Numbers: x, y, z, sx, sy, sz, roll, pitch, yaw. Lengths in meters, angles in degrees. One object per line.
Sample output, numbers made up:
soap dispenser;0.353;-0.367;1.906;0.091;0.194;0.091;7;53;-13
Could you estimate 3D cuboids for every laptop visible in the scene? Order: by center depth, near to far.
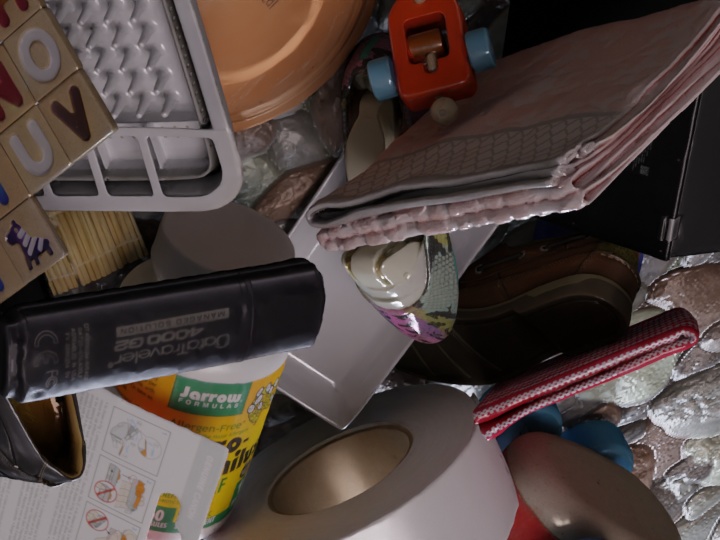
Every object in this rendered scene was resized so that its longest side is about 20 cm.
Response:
laptop;0.196;-0.116;0.990;0.116;0.198;0.189;-32;135;-53

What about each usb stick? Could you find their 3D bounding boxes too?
usb stick;-0.104;0.031;0.885;0.198;0.033;0.056;-10;115;-36

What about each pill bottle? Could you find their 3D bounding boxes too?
pill bottle;-0.106;0.061;1.011;0.112;0.113;0.201;5;124;-25

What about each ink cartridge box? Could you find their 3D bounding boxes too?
ink cartridge box;-0.181;0.115;0.997;0.198;0.047;0.161;25;120;7

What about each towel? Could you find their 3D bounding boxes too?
towel;0.089;-0.080;0.863;0.191;0.199;0.032;-42;111;-37
towel;0.145;0.062;1.030;0.143;0.200;0.023;-24;88;10

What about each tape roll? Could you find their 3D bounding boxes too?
tape roll;0.000;0.156;1.066;0.201;0.203;0.071;-26;106;-1

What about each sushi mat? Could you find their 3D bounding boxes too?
sushi mat;-0.194;-0.065;0.942;0.095;0.012;0.201;-21;131;-7

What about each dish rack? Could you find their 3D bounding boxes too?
dish rack;-0.151;-0.120;0.843;0.170;0.044;0.201;2;134;18

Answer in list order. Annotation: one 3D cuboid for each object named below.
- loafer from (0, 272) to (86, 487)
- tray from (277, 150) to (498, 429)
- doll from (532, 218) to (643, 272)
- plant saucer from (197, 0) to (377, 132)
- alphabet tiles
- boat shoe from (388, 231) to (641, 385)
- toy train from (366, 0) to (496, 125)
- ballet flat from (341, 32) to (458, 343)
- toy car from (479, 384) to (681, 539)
loafer;-0.189;0.024;0.885;0.073;0.072;0.202;-34;122;-39
tray;0.000;0.000;1.048;0.107;0.022;0.201;32;112;-9
doll;0.143;-0.052;1.064;0.135;0.049;0.202;1;127;4
plant saucer;-0.077;-0.160;0.895;0.198;0.032;0.202;-14;130;-17
alphabet tiles;-0.209;-0.066;0.819;0.199;0.168;0.008;-31;179;34
boat shoe;0.097;0.023;1.066;0.199;0.068;0.072;-12;134;38
toy train;0.095;-0.160;0.897;0.198;0.152;0.056;-18;157;10
ballet flat;0.015;-0.039;0.977;0.068;0.071;0.202;4;114;25
toy car;0.116;0.220;1.186;0.176;0.185;0.200;29;118;-37
